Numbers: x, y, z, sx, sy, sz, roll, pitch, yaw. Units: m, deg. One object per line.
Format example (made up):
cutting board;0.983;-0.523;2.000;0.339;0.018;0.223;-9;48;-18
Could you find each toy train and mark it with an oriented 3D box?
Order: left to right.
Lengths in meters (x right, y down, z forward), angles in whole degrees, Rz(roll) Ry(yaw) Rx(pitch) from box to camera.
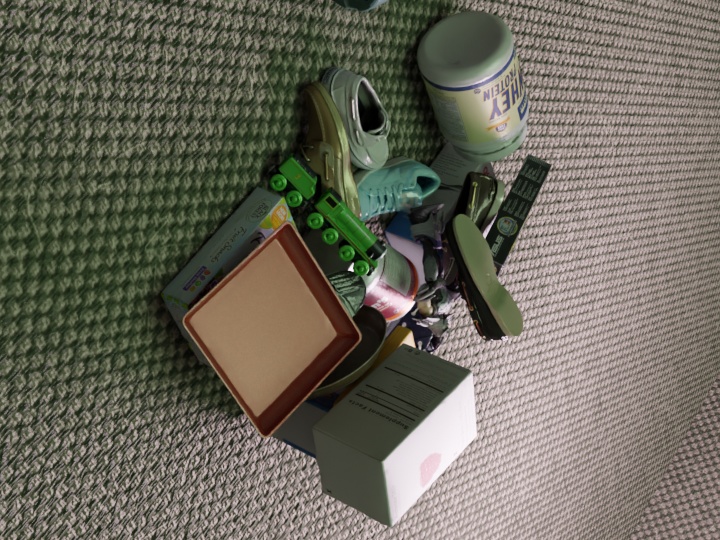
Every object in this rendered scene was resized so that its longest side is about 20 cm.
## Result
toy train;-0.041;-0.074;1.611;0.056;0.200;0.042;-41;-166;14

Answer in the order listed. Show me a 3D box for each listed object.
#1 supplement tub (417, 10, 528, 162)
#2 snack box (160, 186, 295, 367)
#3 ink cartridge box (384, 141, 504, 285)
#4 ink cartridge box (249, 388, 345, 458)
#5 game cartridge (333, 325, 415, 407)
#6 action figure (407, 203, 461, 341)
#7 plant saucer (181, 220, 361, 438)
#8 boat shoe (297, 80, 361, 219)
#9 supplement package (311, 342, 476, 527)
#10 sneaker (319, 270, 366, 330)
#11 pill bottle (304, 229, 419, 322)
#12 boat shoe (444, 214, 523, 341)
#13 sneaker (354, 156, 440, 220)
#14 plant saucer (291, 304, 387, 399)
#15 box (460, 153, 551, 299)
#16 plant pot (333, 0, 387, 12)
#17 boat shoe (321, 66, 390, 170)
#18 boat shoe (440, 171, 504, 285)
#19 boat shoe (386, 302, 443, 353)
supplement tub;0.175;-0.274;1.837;0.145;0.144;0.200;-55;145;-22
snack box;-0.157;0.012;1.578;0.200;0.053;0.143;-51;145;-26
ink cartridge box;0.140;-0.083;1.949;0.201;0.083;0.145;-55;144;-22
ink cartridge box;-0.040;0.184;1.754;0.199;0.144;0.084;-19;123;-51
game cartridge;0.031;0.204;1.696;0.176;0.032;0.201;-48;140;-31
action figure;0.110;0.006;1.784;0.130;0.069;0.202;-2;83;-74
plant saucer;-0.115;0.073;1.536;0.200;0.037;0.201;-45;118;-27
boat shoe;-0.051;-0.152;1.627;0.064;0.071;0.201;-18;109;-12
supplement package;0.048;0.212;1.588;0.200;0.119;0.122;-40;137;-37
sneaker;-0.091;0.063;1.653;0.200;0.115;0.075;-37;108;-19
pill bottle;0.000;0.000;1.759;0.200;0.109;0.110;31;81;-58
boat shoe;0.167;0.015;1.767;0.074;0.063;0.202;-45;113;-48
sneaker;0.047;-0.117;1.790;0.200;0.082;0.074;-35;134;-43
plant saucer;-0.053;0.115;1.657;0.200;0.199;0.032;-45;125;-34
box;0.227;-0.060;1.898;0.201;0.044;0.160;-61;172;-25
plant pot;0.040;-0.432;1.511;0.196;0.200;0.201;-39;138;-28
boat shoe;0.007;-0.203;1.692;0.074;0.065;0.200;-63;148;-17
boat shoe;0.153;-0.055;1.851;0.059;0.072;0.201;19;107;-16
boat shoe;0.065;0.128;1.947;0.201;0.092;0.075;-60;147;-15
